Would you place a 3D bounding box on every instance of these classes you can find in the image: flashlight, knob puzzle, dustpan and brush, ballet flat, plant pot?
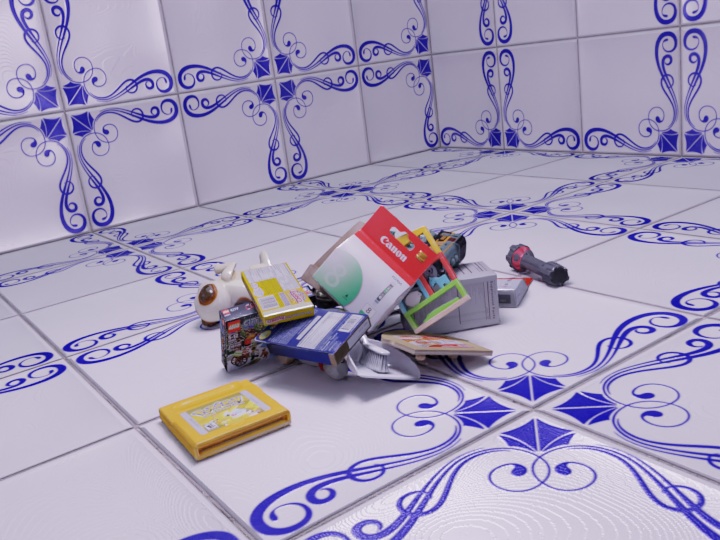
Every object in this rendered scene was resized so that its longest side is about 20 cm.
[{"bbox_3d":[0.431,-0.012,1.855,0.067,0.068,0.200,-35,26,-10],"label":"flashlight"},{"bbox_3d":[0.126,0.146,1.469,0.216,0.031,0.220,6,5,0],"label":"knob puzzle"},{"bbox_3d":[0.014,0.147,1.438,0.138,0.058,0.199,7,7,-28],"label":"dustpan and brush"},{"bbox_3d":[-0.042,0.050,1.769,0.198,0.069,0.068,-14,38,38],"label":"ballet flat"},{"bbox_3d":[0.000,0.000,1.628,0.199,0.175,0.200,34,-3,2],"label":"plant pot"}]

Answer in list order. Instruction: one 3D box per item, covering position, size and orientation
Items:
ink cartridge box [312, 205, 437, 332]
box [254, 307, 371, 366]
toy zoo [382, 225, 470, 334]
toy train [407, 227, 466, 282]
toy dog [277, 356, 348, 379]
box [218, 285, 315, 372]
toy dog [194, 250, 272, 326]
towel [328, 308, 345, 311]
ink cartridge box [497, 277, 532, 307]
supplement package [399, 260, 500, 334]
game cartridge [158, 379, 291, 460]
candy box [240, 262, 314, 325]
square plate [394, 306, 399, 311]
[{"bbox_3d":[0.028,-0.006,1.491,0.161,0.201,0.050,42,6,14],"label":"ink cartridge box"},{"bbox_3d":[-0.091,0.118,1.432,0.198,0.033,0.121,6,37,36],"label":"box"},{"bbox_3d":[0.111,0.006,1.511,0.130,0.201,0.020,-33,-9,15],"label":"toy zoo"},{"bbox_3d":[0.148,-0.031,1.606,0.113,0.086,0.200,11,24,23],"label":"toy train"},{"bbox_3d":[-0.088,0.142,1.502,0.198,0.098,0.131,4,20,37],"label":"toy dog"},{"bbox_3d":[-0.188,0.118,1.557,0.198,0.138,0.038,-16,42,-25],"label":"box"},{"bbox_3d":[-0.305,0.067,1.852,0.197,0.140,0.195,-12,53,-21],"label":"toy dog"},{"bbox_3d":[-0.102,0.121,1.722,0.197,0.023,0.144,-7,15,2],"label":"towel"},{"bbox_3d":[0.307,0.030,1.790,0.160,0.058,0.200,0,22,24],"label":"ink cartridge box"},{"bbox_3d":[0.185,0.060,1.623,0.197,0.115,0.110,-9,17,-6],"label":"supplement package"},{"bbox_3d":[-0.239,0.250,1.325,0.174,0.033,0.199,-17,19,-29],"label":"game cartridge"},{"bbox_3d":[-0.168,0.043,1.517,0.101,0.027,0.200,-9,28,-18],"label":"candy box"},{"bbox_3d":[0.093,0.024,1.824,0.197,0.029,0.199,-11,44,-11],"label":"square plate"}]
